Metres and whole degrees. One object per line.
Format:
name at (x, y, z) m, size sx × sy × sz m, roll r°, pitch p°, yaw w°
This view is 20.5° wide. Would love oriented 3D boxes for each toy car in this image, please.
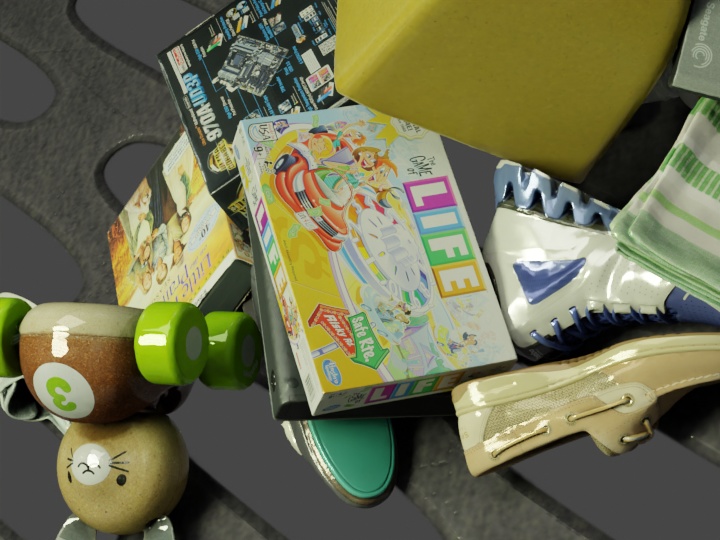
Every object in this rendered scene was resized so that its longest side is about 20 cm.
toy car at (-0.170, 0.123, 1.352) m, size 0.163 × 0.158 × 0.202 m, roll 1°, pitch 85°, yaw 24°

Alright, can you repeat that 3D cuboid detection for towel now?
towel at (0.259, -0.047, 1.243) m, size 0.152 × 0.023 × 0.200 m, roll 28°, pitch 52°, yaw 12°

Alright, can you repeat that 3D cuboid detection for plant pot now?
plant pot at (0.117, -0.211, 1.290) m, size 0.200 × 0.194 × 0.195 m, roll -45°, pitch 35°, yaw 46°

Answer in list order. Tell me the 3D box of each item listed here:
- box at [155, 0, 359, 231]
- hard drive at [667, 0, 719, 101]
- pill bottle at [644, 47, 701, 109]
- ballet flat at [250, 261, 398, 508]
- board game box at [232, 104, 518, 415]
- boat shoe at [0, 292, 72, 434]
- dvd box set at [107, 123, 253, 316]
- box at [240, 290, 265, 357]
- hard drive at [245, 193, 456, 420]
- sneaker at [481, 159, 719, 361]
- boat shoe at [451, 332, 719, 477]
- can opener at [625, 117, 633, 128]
box at (-0.058, -0.140, 1.466) m, size 0.158 × 0.046 × 0.200 m, roll -34°, pitch 39°, yaw 7°
hard drive at (0.307, -0.159, 1.256) m, size 0.199 × 0.033 × 0.141 m, roll 14°, pitch 91°, yaw 2°
pill bottle at (0.276, -0.171, 1.360) m, size 0.199 × 0.109 × 0.110 m, roll -11°, pitch 45°, yaw 27°
ballet flat at (-0.028, 0.076, 1.349) m, size 0.073 × 0.073 × 0.201 m, roll -26°, pitch 68°, yaw 11°
board game box at (0.007, -0.013, 1.288) m, size 0.134 × 0.034 × 0.201 m, roll -9°, pitch 64°, yaw -20°
boat shoe at (-0.243, 0.080, 1.504) m, size 0.071 × 0.070 × 0.200 m, roll -41°, pitch 42°, yaw -17°
dvd box set at (-0.137, -0.015, 1.510) m, size 0.147 × 0.029 × 0.201 m, roll -52°, pitch 32°, yaw 26°
box at (-0.022, -0.035, 1.482) m, size 0.158 × 0.048 × 0.201 m, roll -29°, pitch 40°, yaw 7°
hard drive at (0.000, 0.000, 1.327) m, size 0.138 × 0.033 × 0.201 m, roll -1°, pitch 62°, yaw -15°
sneaker at (0.155, 0.016, 1.291) m, size 0.199 × 0.080 × 0.116 m, roll 25°, pitch 92°, yaw 29°
boat shoe at (0.157, 0.083, 1.231) m, size 0.199 × 0.071 × 0.065 m, roll -14°, pitch 78°, yaw 17°
can opener at (0.103, -0.135, 1.463) m, size 0.198 × 0.054 × 0.067 m, roll 2°, pitch 19°, yaw 14°
